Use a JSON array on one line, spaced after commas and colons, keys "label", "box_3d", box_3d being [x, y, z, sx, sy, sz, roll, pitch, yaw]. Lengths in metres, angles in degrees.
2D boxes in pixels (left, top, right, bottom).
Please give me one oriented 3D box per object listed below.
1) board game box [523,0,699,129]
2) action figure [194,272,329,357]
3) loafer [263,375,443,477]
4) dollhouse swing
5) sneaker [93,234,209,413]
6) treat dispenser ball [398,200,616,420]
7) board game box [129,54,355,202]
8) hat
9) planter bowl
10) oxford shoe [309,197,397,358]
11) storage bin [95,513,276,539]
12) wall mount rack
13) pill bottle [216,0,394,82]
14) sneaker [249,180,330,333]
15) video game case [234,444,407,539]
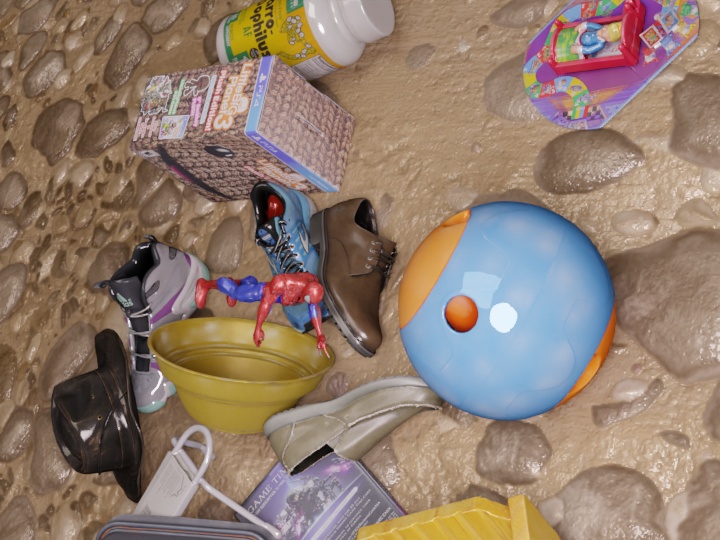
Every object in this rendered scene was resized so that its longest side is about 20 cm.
[{"label": "board game box", "box_3d": [0.249, -0.247, 1.411, 0.200, 0.039, 0.158, -43, 49, 11]}, {"label": "action figure", "box_3d": [-0.100, 0.049, 1.450, 0.200, 0.065, 0.099, -7, 88, 52]}, {"label": "loafer", "box_3d": [-0.001, 0.160, 1.371, 0.200, 0.075, 0.070, -20, 69, 20]}, {"label": "dollhouse swing", "box_3d": [0.085, 0.330, 1.164, 0.200, 0.182, 0.176, -20, 37, 28]}, {"label": "sneaker", "box_3d": [-0.260, 0.055, 1.574, 0.078, 0.140, 0.200, -4, 65, 36]}, {"label": "treat dispenser ball", "box_3d": [0.134, 0.036, 1.244, 0.201, 0.201, 0.201, -17, 58, 30]}, {"label": "board game box", "box_3d": [-0.137, -0.160, 1.580, 0.200, 0.159, 0.097, -3, 67, 37]}, {"label": "hat", "box_3d": [-0.304, 0.170, 1.530, 0.201, 0.081, 0.201, 171, 90, -69]}, {"label": "planter bowl", "box_3d": [-0.130, 0.120, 1.444, 0.200, 0.200, 0.084, 23, 112, 42]}, {"label": "oxford shoe", "box_3d": [0.000, 0.000, 1.453, 0.084, 0.073, 0.200, -27, 54, 21]}, {"label": "storage bin", "box_3d": [-0.197, 0.329, 1.339, 0.200, 0.134, 0.146, 2, 91, 16]}, {"label": "wall mount rack", "box_3d": [-0.177, 0.273, 1.435, 0.200, 0.074, 0.174, -59, 40, 9]}, {"label": "pill bottle", "box_3d": [-0.064, -0.286, 1.620, 0.200, 0.113, 0.113, -17, 58, 29]}, {"label": "sneaker", "box_3d": [-0.086, -0.017, 1.514, 0.078, 0.090, 0.200, -34, 53, 19]}, {"label": "video game case", "box_3d": [-0.035, 0.261, 1.381, 0.143, 0.019, 0.200, -50, 47, 5]}]
